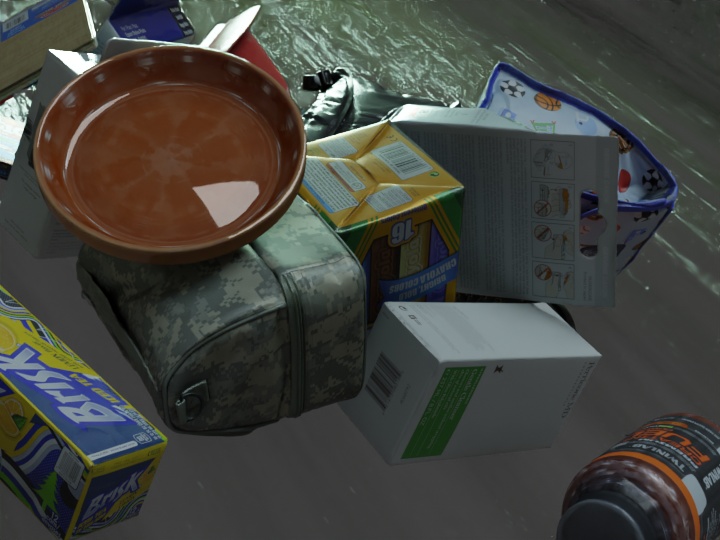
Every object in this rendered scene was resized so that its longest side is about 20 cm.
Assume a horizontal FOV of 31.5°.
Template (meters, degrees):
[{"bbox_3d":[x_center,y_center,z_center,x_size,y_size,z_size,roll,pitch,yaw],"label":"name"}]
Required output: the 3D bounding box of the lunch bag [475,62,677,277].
[{"bbox_3d":[0.179,-0.070,1.197,0.199,0.170,0.125,25,62,1],"label":"lunch bag"}]

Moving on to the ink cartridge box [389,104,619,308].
[{"bbox_3d":[0.126,-0.057,1.102,0.198,0.164,0.050,5,28,18],"label":"ink cartridge box"}]

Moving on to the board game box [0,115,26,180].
[{"bbox_3d":[-0.370,-0.127,1.177,0.198,0.020,0.103,18,23,-16],"label":"board game box"}]

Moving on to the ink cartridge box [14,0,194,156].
[{"bbox_3d":[-0.219,-0.188,1.187,0.040,0.200,0.200,38,19,-2],"label":"ink cartridge box"}]

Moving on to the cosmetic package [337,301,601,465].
[{"bbox_3d":[0.092,0.089,1.059,0.199,0.108,0.085,1,32,-41],"label":"cosmetic package"}]

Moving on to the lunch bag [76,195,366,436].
[{"bbox_3d":[-0.109,0.024,0.962,0.166,0.140,0.200,-15,40,-25],"label":"lunch bag"}]

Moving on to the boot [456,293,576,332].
[{"bbox_3d":[0.100,0.035,1.234,0.173,0.070,0.201,0,41,-33],"label":"boot"}]

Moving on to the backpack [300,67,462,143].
[{"bbox_3d":[-0.003,-0.096,1.212,0.165,0.128,0.200,13,35,15],"label":"backpack"}]

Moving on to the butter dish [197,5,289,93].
[{"bbox_3d":[-0.135,-0.130,1.236,0.148,0.199,0.200,41,23,-12],"label":"butter dish"}]

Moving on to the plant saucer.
[{"bbox_3d":[-0.138,-0.085,0.940,0.198,0.032,0.202,2,53,-2],"label":"plant saucer"}]

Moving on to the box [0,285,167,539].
[{"bbox_3d":[-0.219,0.082,0.822,0.200,0.065,0.070,37,26,26],"label":"box"}]

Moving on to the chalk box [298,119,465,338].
[{"bbox_3d":[0.000,0.000,1.071,0.123,0.201,0.125,-18,41,-25],"label":"chalk box"}]

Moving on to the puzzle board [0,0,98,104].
[{"bbox_3d":[-0.322,-0.175,1.112,0.017,0.199,0.151,61,1,-35],"label":"puzzle board"}]

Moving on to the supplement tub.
[{"bbox_3d":[0.223,0.183,0.988,0.107,0.108,0.199,35,25,23],"label":"supplement tub"}]

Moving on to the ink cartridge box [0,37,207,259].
[{"bbox_3d":[-0.215,-0.113,1.067,0.067,0.201,0.115,39,27,31],"label":"ink cartridge box"}]
